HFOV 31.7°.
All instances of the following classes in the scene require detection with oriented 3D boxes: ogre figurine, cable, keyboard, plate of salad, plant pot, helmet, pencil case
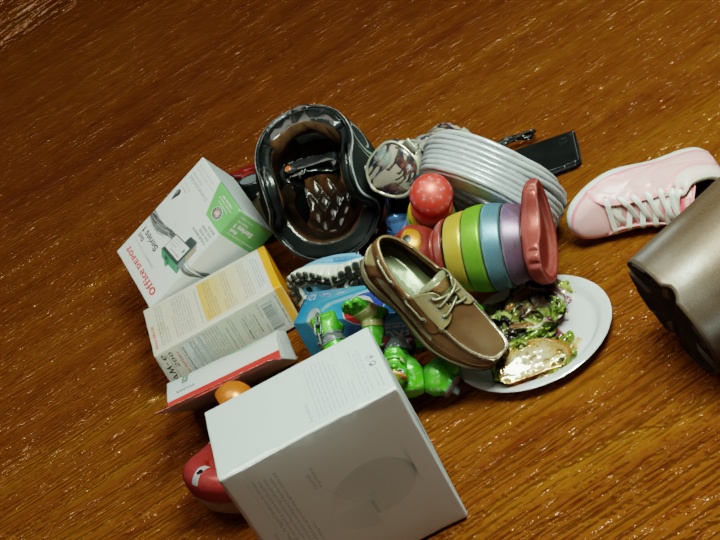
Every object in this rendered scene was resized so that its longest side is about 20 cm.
[{"bbox_3d":[0.046,0.096,1.495,0.199,0.098,0.120,2,66,-12],"label":"ogre figurine"},{"bbox_3d":[0.165,-0.107,1.623,0.069,0.200,0.200,-63,22,-8],"label":"cable"},{"bbox_3d":[0.215,-0.155,1.821,0.199,0.021,0.127,-17,39,15],"label":"keyboard"},{"bbox_3d":[0.197,0.065,1.498,0.199,0.048,0.200,-21,33,14],"label":"plate of salad"},{"bbox_3d":[0.401,-0.010,1.330,0.198,0.200,0.200,-37,32,0],"label":"plant pot"},{"bbox_3d":[-0.054,-0.117,1.802,0.199,0.191,0.201,-9,53,12],"label":"helmet"},{"bbox_3d":[0.088,-0.155,1.756,0.089,0.078,0.200,-35,-5,32],"label":"pencil case"}]

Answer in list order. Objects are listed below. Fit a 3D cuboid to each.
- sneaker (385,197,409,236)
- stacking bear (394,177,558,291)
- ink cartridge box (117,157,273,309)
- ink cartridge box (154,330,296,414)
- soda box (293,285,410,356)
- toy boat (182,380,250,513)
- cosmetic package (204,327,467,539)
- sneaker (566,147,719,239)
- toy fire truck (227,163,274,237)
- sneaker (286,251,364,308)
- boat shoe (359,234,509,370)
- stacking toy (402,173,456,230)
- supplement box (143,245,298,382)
[{"bbox_3d":[0.074,-0.109,1.811,0.066,0.079,0.200,-16,33,23],"label":"sneaker"},{"bbox_3d":[0.128,-0.025,1.522,0.199,0.114,0.122,-8,65,19],"label":"stacking bear"},{"bbox_3d":[-0.246,-0.040,1.864,0.200,0.084,0.146,-46,49,8],"label":"ink cartridge box"},{"bbox_3d":[-0.172,0.127,1.593,0.161,0.050,0.200,-26,-9,3],"label":"ink cartridge box"},{"bbox_3d":[0.019,0.062,1.619,0.199,0.068,0.064,-8,37,29],"label":"soda box"},{"bbox_3d":[-0.133,0.186,1.501,0.130,0.131,0.200,6,46,43],"label":"toy boat"},{"bbox_3d":[-0.027,0.204,1.330,0.200,0.200,0.123,-28,32,0],"label":"cosmetic package"},{"bbox_3d":[0.356,-0.084,1.558,0.200,0.076,0.105,-23,27,1],"label":"sneaker"},{"bbox_3d":[-0.124,-0.152,1.997,0.176,0.129,0.200,-1,29,37],"label":"toy fire truck"},{"bbox_3d":[0.000,0.000,1.715,0.199,0.079,0.090,-1,28,27],"label":"sneaker"},{"bbox_3d":[0.081,0.034,1.436,0.200,0.074,0.076,37,63,13],"label":"boat shoe"},{"bbox_3d":[0.091,-0.066,1.618,0.085,0.200,0.086,-1,74,4],"label":"stacking toy"},{"bbox_3d":[-0.194,0.065,1.771,0.200,0.074,0.126,-28,32,0],"label":"supplement box"}]
